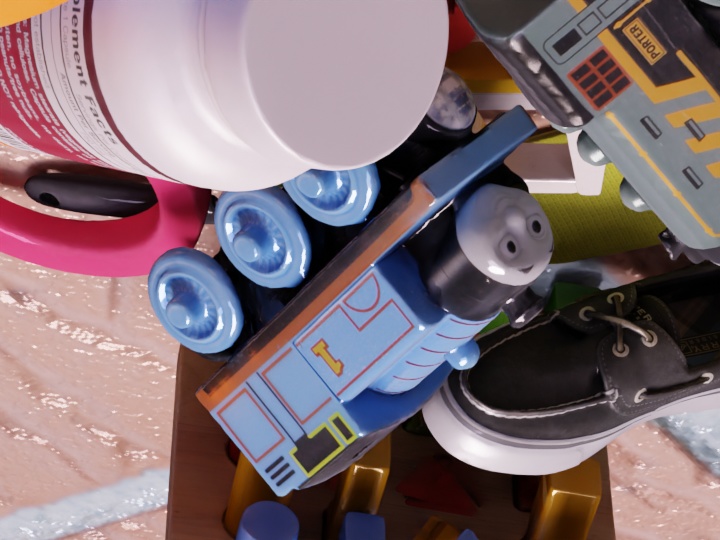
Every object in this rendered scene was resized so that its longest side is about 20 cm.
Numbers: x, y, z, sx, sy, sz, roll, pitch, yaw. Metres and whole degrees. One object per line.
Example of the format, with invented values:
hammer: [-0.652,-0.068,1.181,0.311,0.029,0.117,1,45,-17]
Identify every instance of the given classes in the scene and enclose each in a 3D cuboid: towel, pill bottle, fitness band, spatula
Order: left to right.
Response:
fitness band: [-0.149,-0.059,1.141,0.143,0.038,0.200,-21,133,36]
pill bottle: [-0.064,-0.088,0.967,0.113,0.113,0.199,35,166,-38]
spatula: [-0.045,-0.030,1.201,0.199,0.021,0.057,2,146,4]
towel: [0.155,-0.042,1.168,0.199,0.018,0.086,-12,142,22]

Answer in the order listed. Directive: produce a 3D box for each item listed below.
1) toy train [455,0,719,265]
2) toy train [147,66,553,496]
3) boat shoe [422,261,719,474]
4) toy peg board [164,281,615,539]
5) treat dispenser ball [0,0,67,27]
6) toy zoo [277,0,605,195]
toy train: [0.121,-0.080,1.032,0.114,0.085,0.200,-38,131,9]
toy train: [0.000,0.000,1.103,0.114,0.087,0.200,49,136,2]
boat shoe: [0.114,0.031,1.194,0.199,0.069,0.057,-13,145,-34]
toy peg board: [0.021,0.081,1.219,0.199,0.200,0.098,8,130,-7]
treat dispenser ball: [-0.133,-0.170,0.847,0.199,0.202,0.201,3,146,2]
toy zoo: [0.021,-0.077,1.110,0.199,0.021,0.131,1,145,13]
